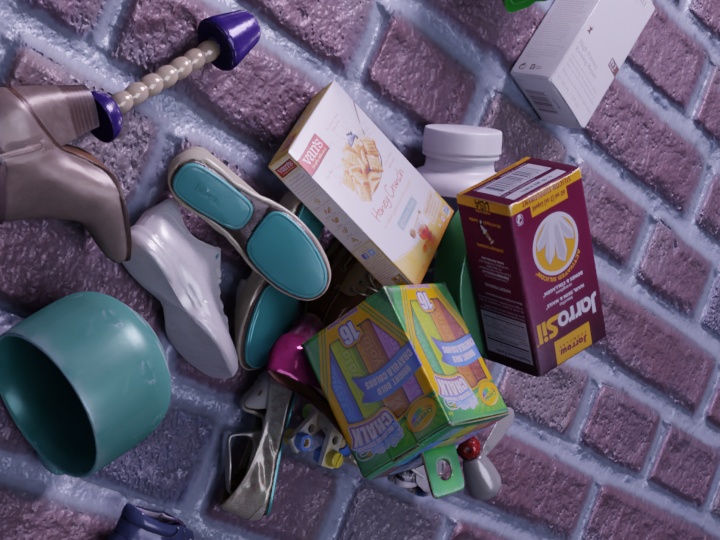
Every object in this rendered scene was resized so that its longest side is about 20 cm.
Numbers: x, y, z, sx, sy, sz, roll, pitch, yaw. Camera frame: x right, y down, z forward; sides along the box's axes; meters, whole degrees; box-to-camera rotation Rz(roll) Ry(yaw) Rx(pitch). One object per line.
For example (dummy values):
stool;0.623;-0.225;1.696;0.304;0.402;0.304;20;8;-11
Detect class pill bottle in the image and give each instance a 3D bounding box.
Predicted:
pill bottle;0.108;-0.062;1.680;0.119;0.119;0.202;-6;105;-43

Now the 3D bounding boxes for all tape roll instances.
tape roll;0.171;0.003;1.638;0.199;0.048;0.202;-10;107;-36

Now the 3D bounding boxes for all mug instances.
mug;-0.256;0.100;1.360;0.114;0.185;0.153;-34;99;-36

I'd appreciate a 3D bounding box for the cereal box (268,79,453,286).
cereal box;0.005;-0.086;1.539;0.200;0.039;0.144;46;40;-17

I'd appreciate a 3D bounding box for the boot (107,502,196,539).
boot;-0.184;0.311;1.523;0.200;0.073;0.091;31;85;-44

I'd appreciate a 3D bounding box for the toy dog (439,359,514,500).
toy dog;0.121;0.169;1.777;0.096;0.131;0.202;-64;159;-71

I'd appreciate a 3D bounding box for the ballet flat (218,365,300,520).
ballet flat;-0.107;0.167;1.570;0.062;0.067;0.202;14;84;-14

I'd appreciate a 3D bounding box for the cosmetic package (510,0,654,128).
cosmetic package;0.278;-0.286;1.821;0.201;0.074;0.102;-58;134;-15

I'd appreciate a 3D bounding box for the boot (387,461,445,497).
boot;0.067;0.197;1.634;0.096;0.073;0.200;-66;159;-15

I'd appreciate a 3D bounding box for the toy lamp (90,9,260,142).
toy lamp;-0.177;-0.193;1.407;0.200;0.058;0.059;-38;125;-32

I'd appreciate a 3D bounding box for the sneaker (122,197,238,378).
sneaker;-0.162;0.018;1.475;0.089;0.075;0.201;-53;132;-36

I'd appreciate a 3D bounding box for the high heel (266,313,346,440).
high heel;-0.033;0.149;1.540;0.201;0.067;0.096;55;39;-15

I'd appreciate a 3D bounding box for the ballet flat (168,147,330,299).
ballet flat;-0.109;-0.050;1.463;0.200;0.069;0.070;43;69;-17

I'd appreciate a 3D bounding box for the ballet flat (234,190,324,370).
ballet flat;-0.092;0.005;1.541;0.069;0.069;0.201;26;88;-45

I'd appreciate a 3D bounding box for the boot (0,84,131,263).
boot;-0.294;-0.073;1.325;0.146;0.070;0.201;-27;118;-30

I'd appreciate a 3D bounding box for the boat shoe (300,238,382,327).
boat shoe;0.000;0.000;1.621;0.075;0.074;0.201;30;79;-45

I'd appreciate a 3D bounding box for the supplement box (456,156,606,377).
supplement box;0.184;-0.004;1.559;0.110;0.085;0.201;-28;117;-30

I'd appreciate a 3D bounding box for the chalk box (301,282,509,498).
chalk box;0.055;0.129;1.478;0.124;0.124;0.201;-3;62;-57

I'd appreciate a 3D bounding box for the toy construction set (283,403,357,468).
toy construction set;0.008;0.140;1.664;0.131;0.092;0.201;38;85;-43

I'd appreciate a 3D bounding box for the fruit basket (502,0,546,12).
fruit basket;0.230;-0.403;1.686;0.216;0.215;0.156;-50;131;-22
